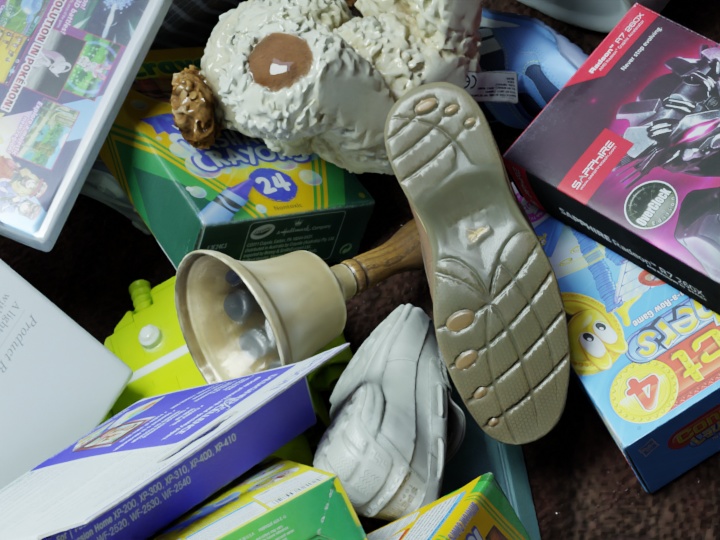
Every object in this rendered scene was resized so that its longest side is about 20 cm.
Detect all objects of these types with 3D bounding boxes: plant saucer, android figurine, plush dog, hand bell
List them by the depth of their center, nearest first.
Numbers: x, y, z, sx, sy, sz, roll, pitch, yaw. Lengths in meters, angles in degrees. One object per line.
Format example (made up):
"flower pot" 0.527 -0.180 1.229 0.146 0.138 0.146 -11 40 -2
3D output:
"plant saucer" 0.059 0.117 1.163 0.069 0.019 0.201 -20 53 13
"hand bell" 0.000 0.000 1.208 0.199 0.105 0.104 -27 44 -32
"plush dog" -0.019 -0.121 1.227 0.171 0.161 0.200 22 56 42
"android figurine" -0.091 0.071 1.253 0.181 0.041 0.201 -27 52 8

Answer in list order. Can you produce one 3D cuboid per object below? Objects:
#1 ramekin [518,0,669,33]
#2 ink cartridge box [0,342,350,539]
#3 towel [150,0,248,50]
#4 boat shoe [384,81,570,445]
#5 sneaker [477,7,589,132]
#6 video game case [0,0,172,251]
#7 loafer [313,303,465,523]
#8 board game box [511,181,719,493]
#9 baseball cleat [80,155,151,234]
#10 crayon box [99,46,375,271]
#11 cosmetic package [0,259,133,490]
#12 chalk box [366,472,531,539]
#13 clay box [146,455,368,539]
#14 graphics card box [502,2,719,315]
"ramekin" 0.121 -0.225 1.256 0.201 0.202 0.095 25 82 36
"ink cartridge box" -0.120 0.112 1.080 0.198 0.044 0.199 -33 9 -41
"towel" -0.102 -0.208 1.357 0.165 0.200 0.086 -36 82 6
"boat shoe" 0.070 -0.004 1.135 0.071 0.068 0.202 -18 85 9
"sneaker" 0.077 -0.116 1.280 0.199 0.074 0.083 22 75 40
"video game case" -0.225 -0.131 1.230 0.181 0.023 0.201 21 72 8
"loafer" 0.022 0.080 1.121 0.070 0.070 0.200 -51 8 24
"board game box" 0.192 -0.009 1.158 0.199 0.056 0.196 -33 50 2
"baseball cleat" -0.153 -0.085 1.368 0.199 0.070 0.107 20 69 34
"crayon box" -0.096 -0.081 1.297 0.125 0.052 0.200 -9 45 -34
"cosmetic package" -0.280 0.063 1.220 0.164 0.200 0.166 8 59 53
"chalk box" 0.049 0.225 0.986 0.123 0.201 0.124 -30 5 24
"clay box" -0.072 0.143 1.053 0.114 0.200 0.048 -27 93 -12
"graphics card box" 0.188 -0.054 1.122 0.126 0.051 0.200 -47 52 -10
